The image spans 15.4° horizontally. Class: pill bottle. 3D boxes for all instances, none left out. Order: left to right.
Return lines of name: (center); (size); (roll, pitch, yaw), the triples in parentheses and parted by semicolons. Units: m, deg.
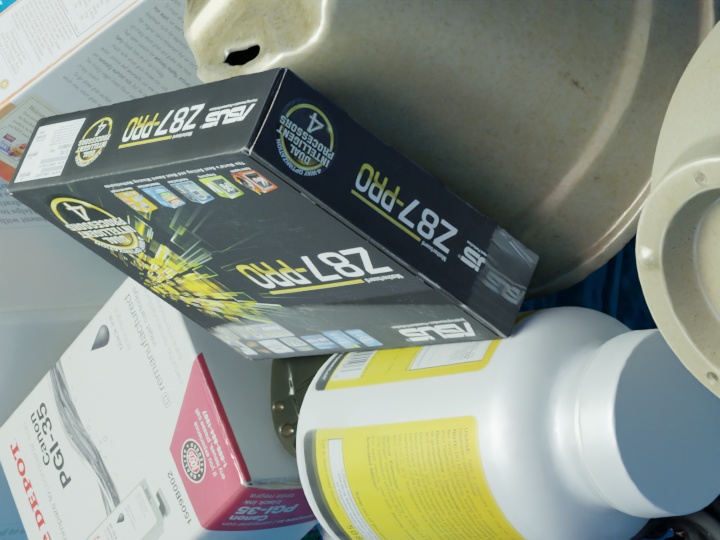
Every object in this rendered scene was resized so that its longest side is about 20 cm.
pill bottle: (0.071, 0.076, 1.212); (0.200, 0.112, 0.112); (-9, 84, 49)

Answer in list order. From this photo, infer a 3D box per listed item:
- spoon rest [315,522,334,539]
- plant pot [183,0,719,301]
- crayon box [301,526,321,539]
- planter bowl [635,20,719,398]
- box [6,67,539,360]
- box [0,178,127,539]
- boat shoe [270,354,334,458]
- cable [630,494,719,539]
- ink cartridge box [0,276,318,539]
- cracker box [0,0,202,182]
spoon rest: (0.035, 0.100, 1.360); (0.200, 0.061, 0.099); (-47, 56, 42)
plant pot: (0.030, -0.111, 1.212); (0.200, 0.183, 0.200); (-33, 44, 40)
crayon box: (-0.054, 0.039, 1.471); (0.119, 0.058, 0.200); (36, 118, 45)
planter bowl: (0.192, -0.020, 1.038); (0.200, 0.135, 0.200); (26, 133, 31)
box: (-0.043, -0.021, 1.206); (0.200, 0.161, 0.049); (-6, 56, 51)
box: (-0.221, 0.044, 1.569); (0.171, 0.199, 0.200); (51, 130, 37)
boat shoe: (0.000, 0.000, 1.339); (0.076, 0.074, 0.200); (-3, 82, 51)
cable: (0.097, 0.178, 1.206); (0.200, 0.051, 0.163); (-53, 26, -21)
ink cartridge box: (-0.101, 0.099, 1.418); (0.200, 0.083, 0.147); (-47, 57, 42)
cracker box: (-0.112, -0.118, 1.415); (0.200, 0.134, 0.058); (-35, 57, 10)
